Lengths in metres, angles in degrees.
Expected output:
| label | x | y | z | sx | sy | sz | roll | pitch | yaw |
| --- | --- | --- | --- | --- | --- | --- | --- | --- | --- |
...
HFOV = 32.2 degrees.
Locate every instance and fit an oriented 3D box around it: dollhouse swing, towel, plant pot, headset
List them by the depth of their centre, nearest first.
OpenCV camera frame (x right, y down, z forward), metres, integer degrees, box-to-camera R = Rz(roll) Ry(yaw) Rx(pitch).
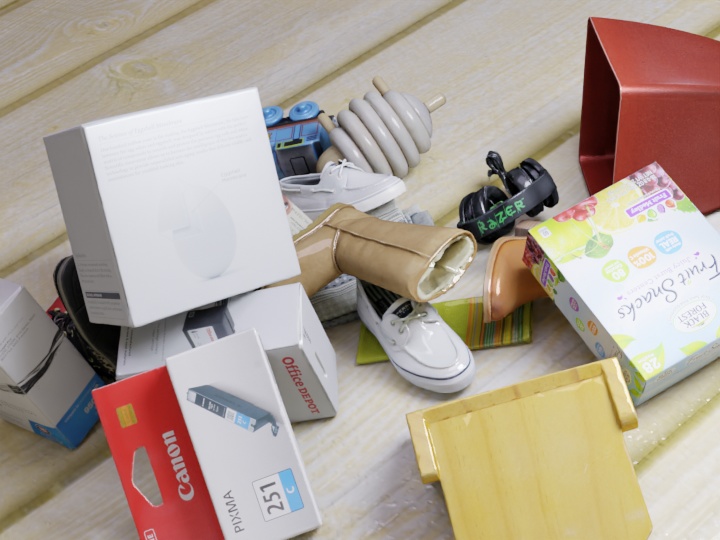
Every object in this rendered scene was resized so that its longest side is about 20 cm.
| label | x | y | z | sx | sy | sz | roll | pitch | yaw |
| --- | --- | --- | --- | --- | --- | --- | --- | --- | --- |
| dollhouse swing | 0.162 | 0.192 | 1.161 | 0.199 | 0.177 | 0.182 | -16 | -8 | 3 |
| towel | 0.094 | 0.061 | 1.392 | 0.199 | 0.018 | 0.086 | -9 | 34 | 14 |
| plant pot | 0.364 | -0.171 | 1.460 | 0.175 | 0.201 | 0.200 | -2 | 35 | 0 |
| headset | 0.170 | -0.094 | 1.491 | 0.123 | 0.094 | 0.200 | -31 | 4 | 16 |
| towel | 0.003 | -0.013 | 1.523 | 0.199 | 0.035 | 0.193 | -18 | 34 | -2 |

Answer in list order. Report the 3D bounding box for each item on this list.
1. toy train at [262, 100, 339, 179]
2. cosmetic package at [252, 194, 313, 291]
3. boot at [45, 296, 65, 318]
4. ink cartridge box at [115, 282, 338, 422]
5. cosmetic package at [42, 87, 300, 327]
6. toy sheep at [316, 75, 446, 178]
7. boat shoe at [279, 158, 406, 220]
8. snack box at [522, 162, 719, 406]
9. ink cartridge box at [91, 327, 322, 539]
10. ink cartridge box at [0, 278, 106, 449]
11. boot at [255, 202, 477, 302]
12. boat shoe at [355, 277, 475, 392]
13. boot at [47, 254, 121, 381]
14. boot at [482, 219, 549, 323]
| label | x | y | z | sx | sy | sz | roll | pitch | yaw |
| --- | --- | --- | --- | --- | --- | --- | --- | --- | --- |
| toy train | -0.126 | -0.175 | 1.772 | 0.199 | 0.087 | 0.115 | -9 | 41 | 13 |
| cosmetic package | -0.144 | 0.010 | 1.440 | 0.087 | 0.104 | 0.200 | 41 | 63 | 14 |
| boot | -0.358 | -0.017 | 1.598 | 0.072 | 0.145 | 0.200 | 10 | 44 | 32 |
| ink cartridge box | -0.136 | 0.100 | 1.313 | 0.199 | 0.145 | 0.084 | -10 | 52 | 11 |
| cosmetic package | -0.192 | -0.067 | 1.278 | 0.198 | 0.201 | 0.123 | -17 | 10 | -32 |
| toy sheep | 0.027 | -0.182 | 1.669 | 0.200 | 0.138 | 0.138 | -37 | 35 | 1 |
| boat shoe | -0.029 | -0.107 | 1.603 | 0.199 | 0.069 | 0.072 | -5 | 21 | 48 |
| snack box | 0.289 | 0.010 | 1.261 | 0.168 | 0.068 | 0.200 | -28 | 64 | -15 |
| ink cartridge box | -0.149 | 0.178 | 1.193 | 0.175 | 0.201 | 0.045 | -20 | -5 | -3 |
| ink cartridge box | -0.390 | 0.095 | 1.392 | 0.144 | 0.200 | 0.084 | 14 | 57 | 37 |
| boot | 0.000 | 0.000 | 1.343 | 0.199 | 0.066 | 0.175 | 19 | 61 | 46 |
| boat shoe | 0.048 | 0.061 | 1.348 | 0.073 | 0.067 | 0.200 | -35 | 40 | -17 |
| boot | -0.324 | 0.060 | 1.427 | 0.153 | 0.204 | 0.074 | 7 | 49 | 38 |
| boot | 0.222 | 0.004 | 1.345 | 0.154 | 0.074 | 0.200 | 13 | 35 | 22 |
